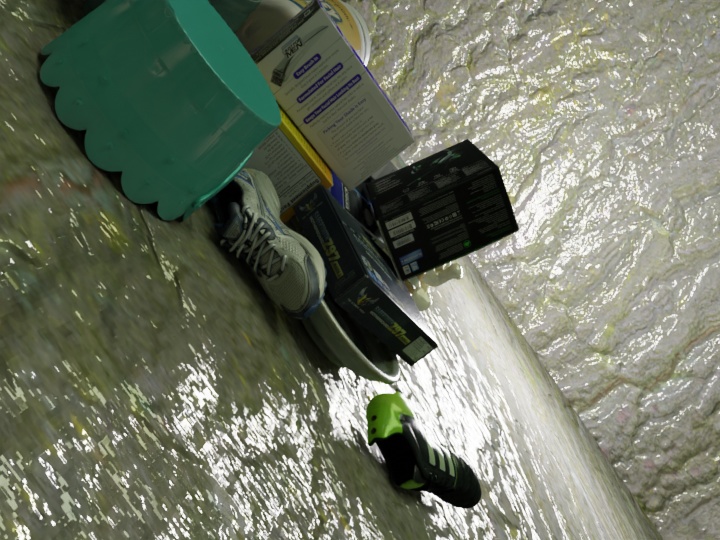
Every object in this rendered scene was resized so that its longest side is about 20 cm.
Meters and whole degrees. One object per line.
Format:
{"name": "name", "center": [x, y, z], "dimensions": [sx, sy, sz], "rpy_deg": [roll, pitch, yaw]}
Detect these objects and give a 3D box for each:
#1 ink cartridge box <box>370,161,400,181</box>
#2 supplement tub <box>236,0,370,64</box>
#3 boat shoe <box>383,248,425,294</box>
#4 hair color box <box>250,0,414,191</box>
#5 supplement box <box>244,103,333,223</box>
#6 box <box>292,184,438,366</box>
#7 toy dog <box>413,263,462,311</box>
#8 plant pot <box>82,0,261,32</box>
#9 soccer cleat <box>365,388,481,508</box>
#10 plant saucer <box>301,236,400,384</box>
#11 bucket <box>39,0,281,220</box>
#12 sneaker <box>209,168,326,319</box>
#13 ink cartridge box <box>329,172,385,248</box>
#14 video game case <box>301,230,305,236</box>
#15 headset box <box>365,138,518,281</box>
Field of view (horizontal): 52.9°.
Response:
{"name": "ink cartridge box", "center": [0.020, -0.176, 1.203], "dimensions": [0.175, 0.045, 0.200], "rpy_deg": [37, 7, -47]}
{"name": "supplement tub", "center": [-0.079, -0.304, 1.002], "dimensions": [0.146, 0.144, 0.200], "rpy_deg": [54, 33, -2]}
{"name": "boat shoe", "center": [0.076, -0.013, 1.151], "dimensions": [0.072, 0.076, 0.201], "rpy_deg": [48, 11, -18]}
{"name": "hair color box", "center": [-0.033, -0.211, 0.886], "dimensions": [0.201, 0.108, 0.065], "rpy_deg": [49, 13, -31]}
{"name": "supplement box", "center": [-0.134, -0.165, 0.888], "dimensions": [0.201, 0.108, 0.110], "rpy_deg": [50, 13, -23]}
{"name": "box", "center": [0.009, 0.009, 0.882], "dimensions": [0.200, 0.051, 0.159], "rpy_deg": [45, 13, -48]}
{"name": "toy dog", "center": [0.112, -0.056, 1.302], "dimensions": [0.192, 0.140, 0.201], "rpy_deg": [38, -28, 5]}
{"name": "plant pot", "center": [-0.226, -0.310, 0.808], "dimensions": [0.198, 0.135, 0.202], "rpy_deg": [35, 22, -16]}
{"name": "soccer cleat", "center": [0.069, 0.219, 0.808], "dimensions": [0.201, 0.067, 0.082], "rpy_deg": [48, 32, -25]}
{"name": "plant saucer", "center": [-0.028, 0.056, 0.857], "dimensions": [0.202, 0.050, 0.201], "rpy_deg": [53, 12, -16]}
{"name": "bucket", "center": [-0.177, -0.169, 0.682], "dimensions": [0.209, 0.133, 0.208], "rpy_deg": [52, 14, -18]}
{"name": "sneaker", "center": [-0.111, -0.031, 0.759], "dimensions": [0.084, 0.077, 0.201], "rpy_deg": [14, 35, -56]}
{"name": "ink cartridge box", "center": [-0.018, -0.107, 1.053], "dimensions": [0.199, 0.038, 0.102], "rpy_deg": [33, 48, -59]}
{"name": "video game case", "center": [0.000, 0.000, 1.108], "dimensions": [0.202, 0.045, 0.181], "rpy_deg": [55, 12, -3]}
{"name": "headset box", "center": [0.104, -0.092, 1.007], "dimensions": [0.201, 0.170, 0.095], "rpy_deg": [-105, 171, -69]}
